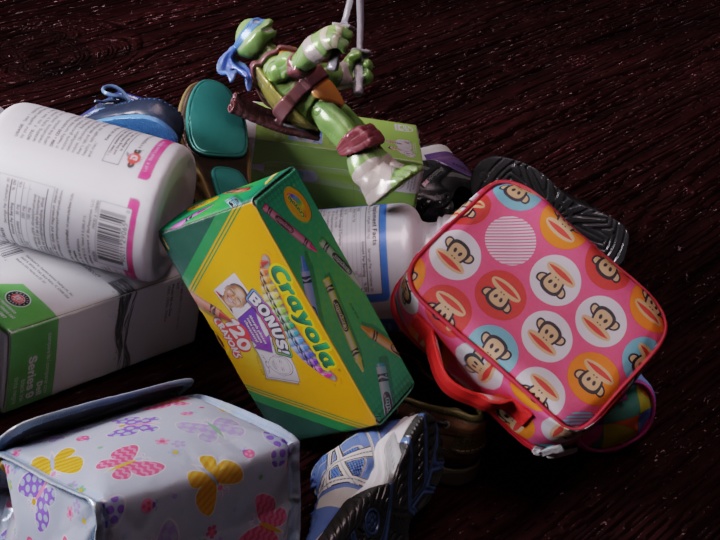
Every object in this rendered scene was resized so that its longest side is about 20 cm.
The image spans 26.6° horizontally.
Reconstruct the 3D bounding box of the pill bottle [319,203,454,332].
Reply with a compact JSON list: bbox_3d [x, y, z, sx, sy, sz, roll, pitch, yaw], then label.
[{"bbox_3d":[0.000,0.000,1.326,0.197,0.113,0.113,-3,30,4],"label":"pill bottle"}]

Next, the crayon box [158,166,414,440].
[{"bbox_3d":[-0.057,0.030,1.180,0.118,0.201,0.058,-15,20,44],"label":"crayon box"}]

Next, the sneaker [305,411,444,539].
[{"bbox_3d":[-0.004,0.180,1.130,0.076,0.076,0.200,-5,24,29],"label":"sneaker"}]

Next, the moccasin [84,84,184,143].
[{"bbox_3d":[-0.218,-0.120,1.315,0.199,0.080,0.069,-12,42,45],"label":"moccasin"}]

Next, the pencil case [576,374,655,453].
[{"bbox_3d":[0.187,0.072,1.346,0.087,0.089,0.201,-1,34,-20],"label":"pencil case"}]

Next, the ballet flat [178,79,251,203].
[{"bbox_3d":[-0.126,-0.078,1.300,0.068,0.063,0.201,9,45,-26],"label":"ballet flat"}]

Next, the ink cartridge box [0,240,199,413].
[{"bbox_3d":[-0.250,0.021,1.272,0.199,0.085,0.145,-19,41,-41],"label":"ink cartridge box"}]

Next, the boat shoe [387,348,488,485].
[{"bbox_3d":[0.025,0.096,1.262,0.199,0.069,0.072,28,35,26],"label":"boat shoe"}]

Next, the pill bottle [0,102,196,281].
[{"bbox_3d":[-0.242,-0.070,1.230,0.198,0.114,0.114,16,31,8],"label":"pill bottle"}]

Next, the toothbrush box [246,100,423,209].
[{"bbox_3d":[-0.052,-0.069,1.431,0.197,0.147,0.086,6,30,-8],"label":"toothbrush box"}]

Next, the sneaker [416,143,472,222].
[{"bbox_3d":[0.050,-0.077,1.557,0.199,0.076,0.087,-18,47,-40],"label":"sneaker"}]

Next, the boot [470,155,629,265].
[{"bbox_3d":[0.177,-0.059,1.494,0.164,0.066,0.200,32,8,-2],"label":"boot"}]

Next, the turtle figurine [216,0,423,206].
[{"bbox_3d":[-0.002,-0.166,1.307,0.199,0.144,0.195,-37,91,-24],"label":"turtle figurine"}]

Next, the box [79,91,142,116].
[{"bbox_3d":[-0.268,-0.103,1.461,0.199,0.033,0.120,-37,39,-30],"label":"box"}]

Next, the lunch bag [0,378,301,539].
[{"bbox_3d":[-0.162,0.150,1.048,0.168,0.129,0.199,-13,18,-37],"label":"lunch bag"}]

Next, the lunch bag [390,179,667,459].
[{"bbox_3d":[0.127,0.044,1.213,0.200,0.082,0.176,43,61,8],"label":"lunch bag"}]
